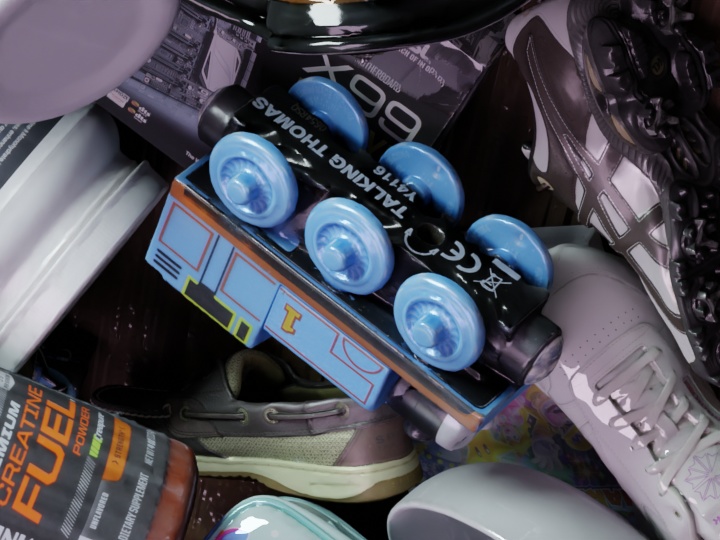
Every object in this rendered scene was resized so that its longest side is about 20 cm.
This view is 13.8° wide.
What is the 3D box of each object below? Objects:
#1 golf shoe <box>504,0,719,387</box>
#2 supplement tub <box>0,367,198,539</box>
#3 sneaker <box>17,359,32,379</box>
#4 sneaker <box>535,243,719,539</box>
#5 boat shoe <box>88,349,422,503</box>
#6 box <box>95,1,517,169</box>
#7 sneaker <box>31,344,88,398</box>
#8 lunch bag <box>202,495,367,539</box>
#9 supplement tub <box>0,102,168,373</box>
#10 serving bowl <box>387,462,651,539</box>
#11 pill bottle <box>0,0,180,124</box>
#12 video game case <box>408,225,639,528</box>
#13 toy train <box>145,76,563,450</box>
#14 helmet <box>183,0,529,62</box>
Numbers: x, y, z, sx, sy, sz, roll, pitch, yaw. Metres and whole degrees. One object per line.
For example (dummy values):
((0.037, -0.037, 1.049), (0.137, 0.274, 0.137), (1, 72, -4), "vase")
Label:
((0.127, -0.040, 1.329), (0.094, 0.078, 0.201), (5, 123, 46), "golf shoe")
((-0.185, 0.097, 1.410), (0.199, 0.107, 0.107), (23, 133, -13), "supplement tub")
((-0.257, 0.090, 1.482), (0.199, 0.090, 0.067), (-15, 124, -5), "sneaker")
((0.144, 0.069, 1.363), (0.200, 0.075, 0.100), (53, 172, -24), "sneaker")
((-0.055, 0.071, 1.505), (0.199, 0.073, 0.065), (6, 105, 31), "boat shoe")
((-0.046, -0.111, 1.378), (0.200, 0.050, 0.158), (37, 132, 2), "box")
((-0.188, 0.048, 1.569), (0.090, 0.078, 0.201), (-16, 118, 16), "sneaker")
((-0.011, 0.211, 1.431), (0.200, 0.077, 0.161), (37, 88, 12), "lunch bag")
((-0.208, -0.058, 1.443), (0.200, 0.140, 0.140), (40, 132, -3), "supplement tub")
((0.108, 0.159, 1.422), (0.200, 0.066, 0.200), (38, 161, 15), "serving bowl")
((-0.170, -0.173, 1.311), (0.200, 0.115, 0.116), (59, 138, 26), "pill bottle")
((0.076, 0.070, 1.460), (0.143, 0.018, 0.201), (-3, 121, 30), "video game case")
((0.000, 0.000, 1.331), (0.200, 0.087, 0.114), (37, 135, 14), "toy train")
((-0.005, -0.183, 1.210), (0.191, 0.199, 0.201), (36, 150, 61), "helmet")
